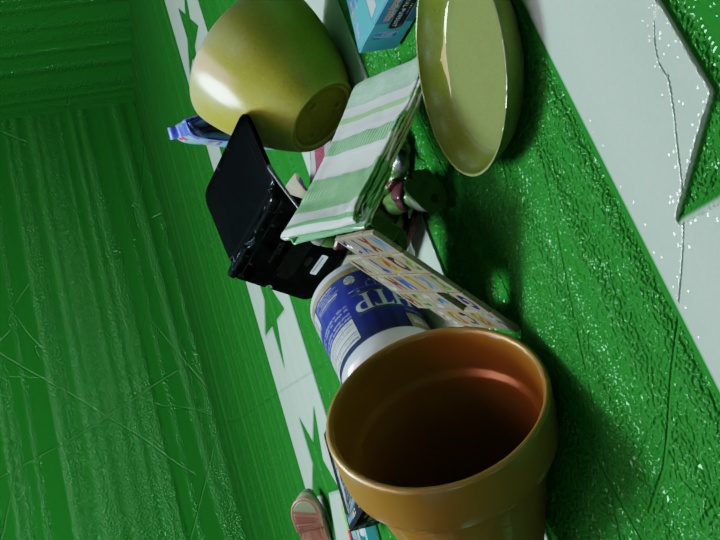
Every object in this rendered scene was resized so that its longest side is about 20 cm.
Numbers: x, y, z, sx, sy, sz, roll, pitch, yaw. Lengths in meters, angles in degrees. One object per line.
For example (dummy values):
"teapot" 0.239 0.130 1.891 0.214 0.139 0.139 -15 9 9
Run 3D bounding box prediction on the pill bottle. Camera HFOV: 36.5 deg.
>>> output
"pill bottle" 0.026 0.091 1.234 0.200 0.119 0.120 -119 24 -47

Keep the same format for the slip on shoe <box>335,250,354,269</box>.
"slip on shoe" 0.000 0.000 1.382 0.074 0.061 0.202 155 117 -72

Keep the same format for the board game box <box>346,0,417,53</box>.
"board game box" 0.025 -0.330 1.087 0.200 0.047 0.152 137 121 -72

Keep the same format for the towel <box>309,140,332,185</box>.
"towel" -0.040 -0.138 1.497 0.200 0.023 0.145 -125 29 -56

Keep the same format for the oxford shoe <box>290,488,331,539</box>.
"oxford shoe" -0.078 0.499 2.012 0.074 0.070 0.202 -62 -35 -74

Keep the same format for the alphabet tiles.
"alphabet tiles" 0.051 0.011 1.076 0.008 0.167 0.200 -59 13 -9

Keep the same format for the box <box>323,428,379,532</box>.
"box" 0.001 0.271 1.572 0.200 0.049 0.159 109 147 -62

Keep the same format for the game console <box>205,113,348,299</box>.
"game console" -0.102 -0.074 1.373 0.200 0.175 0.117 128 156 -55

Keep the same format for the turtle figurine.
"turtle figurine" -0.003 -0.086 1.177 0.194 0.143 0.202 -164 60 -68

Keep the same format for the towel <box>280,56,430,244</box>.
"towel" -0.003 -0.121 1.096 0.152 0.023 0.201 -11 51 57

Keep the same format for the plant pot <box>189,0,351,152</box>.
"plant pot" -0.092 -0.230 1.367 0.142 0.200 0.201 41 147 25

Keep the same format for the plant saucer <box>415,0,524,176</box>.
"plant saucer" 0.098 -0.185 0.959 0.200 0.031 0.202 170 90 -75

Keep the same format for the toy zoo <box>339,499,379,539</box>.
"toy zoo" 0.012 0.444 1.702 0.131 0.020 0.201 117 140 -66

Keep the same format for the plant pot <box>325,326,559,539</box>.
"plant pot" 0.088 0.185 0.983 0.200 0.199 0.184 -125 13 -55

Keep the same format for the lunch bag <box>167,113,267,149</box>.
"lunch bag" -0.191 -0.217 1.645 0.150 0.198 0.095 -162 62 -72

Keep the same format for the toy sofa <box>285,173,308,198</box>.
"toy sofa" -0.079 -0.063 1.545 0.083 0.098 0.200 39 -178 -17
